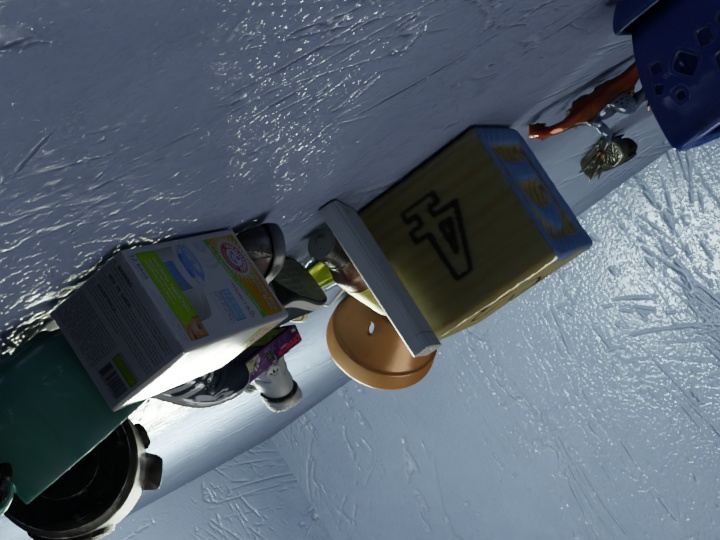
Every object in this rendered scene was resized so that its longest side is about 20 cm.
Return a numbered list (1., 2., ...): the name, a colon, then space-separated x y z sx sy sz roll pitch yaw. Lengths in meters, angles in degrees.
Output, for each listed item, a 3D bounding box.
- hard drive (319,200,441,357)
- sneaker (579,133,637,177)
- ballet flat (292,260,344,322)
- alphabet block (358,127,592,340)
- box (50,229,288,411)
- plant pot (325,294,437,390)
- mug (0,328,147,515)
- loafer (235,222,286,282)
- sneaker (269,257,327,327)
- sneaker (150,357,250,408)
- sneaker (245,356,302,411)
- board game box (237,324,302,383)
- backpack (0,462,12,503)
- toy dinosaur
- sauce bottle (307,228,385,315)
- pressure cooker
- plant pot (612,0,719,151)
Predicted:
1. hard drive: 0.026 0.011 1.435 0.027 0.200 0.132 -34 172 7
2. sneaker: 0.486 -0.230 2.304 0.104 0.060 0.200 -29 177 -17
3. ballet flat: -0.075 0.030 1.634 0.200 0.067 0.067 -33 175 2
4. alphabet block: 0.150 -0.051 1.568 0.200 0.197 0.195 -36 170 23
5. box: -0.175 0.041 1.148 0.101 0.113 0.200 -38 171 24
6. plant pot: 0.051 0.086 2.101 0.200 0.200 0.140 -27 153 -34
7. mug: -0.298 0.132 1.128 0.152 0.114 0.185 -39 -177 29
8. loafer: -0.144 0.012 1.315 0.063 0.072 0.200 -5 152 -30
9. sneaker: -0.134 0.056 1.504 0.146 0.077 0.202 -40 167 19
10. sneaker: -0.198 0.097 1.352 0.200 0.070 0.109 9 144 -31
11. sneaker: -0.168 0.150 1.991 0.075 0.115 0.200 -30 -154 -18
12. board game box: -0.182 0.117 1.567 0.200 0.032 0.120 -9 -163 44
13. backpack: -0.417 0.191 0.981 0.200 0.154 0.191 -39 180 1
14. toy dinosaur: 0.320 -0.236 1.685 0.181 0.105 0.200 -12 124 -34
15. sauce bottle: 0.000 0.000 1.558 0.066 0.066 0.200 -34 145 12
16. pressure cooker: -0.338 0.230 1.431 0.179 0.176 0.200 -41 175 -12
17. plant pot: 0.400 -0.264 1.314 0.200 0.180 0.200 -37 171 33
